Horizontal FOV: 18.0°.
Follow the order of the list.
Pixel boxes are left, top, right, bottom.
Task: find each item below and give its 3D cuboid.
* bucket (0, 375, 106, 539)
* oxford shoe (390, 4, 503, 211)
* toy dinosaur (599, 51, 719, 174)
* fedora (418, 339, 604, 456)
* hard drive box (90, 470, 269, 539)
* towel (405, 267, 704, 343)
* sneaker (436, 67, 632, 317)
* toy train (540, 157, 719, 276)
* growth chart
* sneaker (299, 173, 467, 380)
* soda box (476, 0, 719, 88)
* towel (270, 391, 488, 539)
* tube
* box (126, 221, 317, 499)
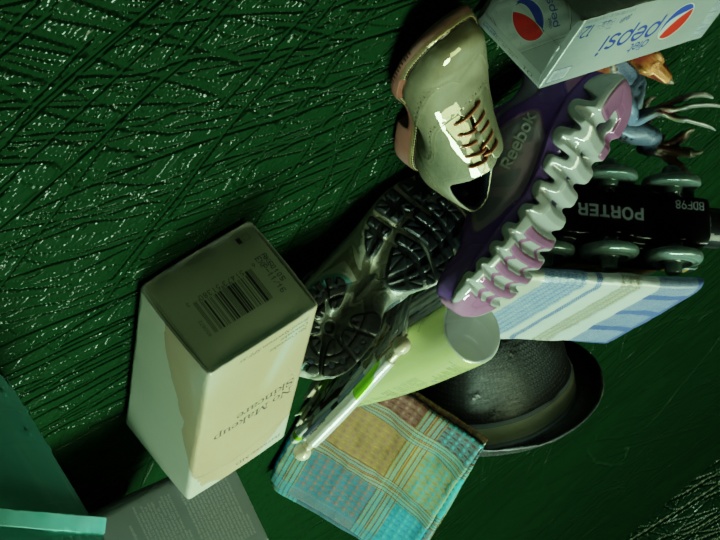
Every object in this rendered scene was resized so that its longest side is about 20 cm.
[{"bbox_3d":[-0.254,0.169,1.361,0.207,0.135,0.207,-36,161,-14],"label":"bucket"},{"bbox_3d":[0.067,-0.104,1.474,0.071,0.074,0.200,-37,162,-10],"label":"oxford shoe"},{"bbox_3d":[0.193,-0.119,1.668,0.200,0.105,0.181,-39,153,15],"label":"toy dinosaur"},{"bbox_3d":[0.110,0.070,1.896,0.200,0.200,0.092,-27,127,-36],"label":"fedora"},{"bbox_3d":[-0.191,0.216,1.621,0.199,0.077,0.156,-25,178,-38],"label":"hard drive box"},{"bbox_3d":[0.137,0.023,1.705,0.199,0.024,0.147,3,161,-26],"label":"towel"},{"bbox_3d":[0.105,-0.064,1.585,0.201,0.088,0.080,-58,159,-4],"label":"sneaker"},{"bbox_3d":[0.173,-0.034,1.716,0.198,0.086,0.114,3,167,-17],"label":"toy train"},{"bbox_3d":[-0.006,0.067,1.676,0.145,0.018,0.200,-49,-169,18],"label":"growth chart"},{"bbox_3d":[0.000,0.000,1.618,0.200,0.078,0.086,-41,-167,-26],"label":"sneaker"},{"bbox_3d":[0.168,-0.182,1.507,0.199,0.068,0.064,-21,153,-47],"label":"soda box"},{"bbox_3d":[0.011,0.158,1.870,0.022,0.146,0.200,-54,174,-41],"label":"towel"},{"bbox_3d":[0.028,0.072,1.700,0.200,0.058,0.052,-31,-141,54],"label":"tube"},{"bbox_3d":[-0.096,0.064,1.527,0.095,0.078,0.200,-33,160,-22],"label":"box"}]
